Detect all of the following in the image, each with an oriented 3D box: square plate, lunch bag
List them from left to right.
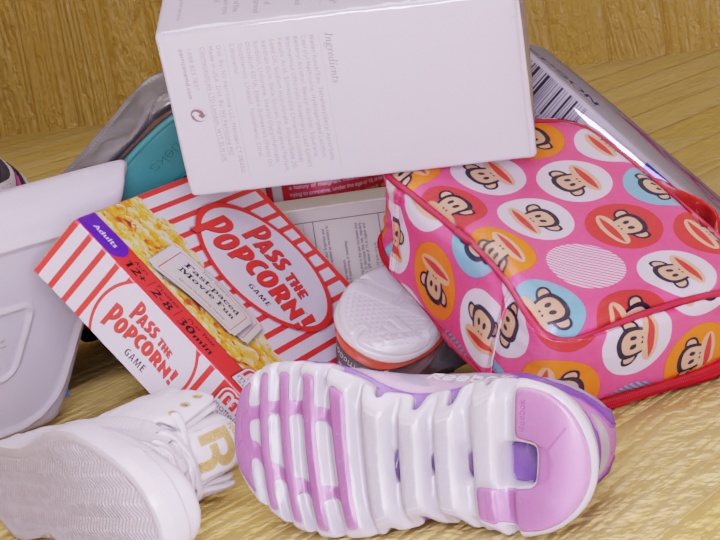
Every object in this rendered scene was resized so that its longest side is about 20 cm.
[{"bbox_3d":[-0.224,0.040,1.264,0.028,0.199,0.199,37,34,27],"label":"square plate"},{"bbox_3d":[0.121,-0.011,1.212,0.175,0.082,0.200,-15,41,-25],"label":"lunch bag"}]

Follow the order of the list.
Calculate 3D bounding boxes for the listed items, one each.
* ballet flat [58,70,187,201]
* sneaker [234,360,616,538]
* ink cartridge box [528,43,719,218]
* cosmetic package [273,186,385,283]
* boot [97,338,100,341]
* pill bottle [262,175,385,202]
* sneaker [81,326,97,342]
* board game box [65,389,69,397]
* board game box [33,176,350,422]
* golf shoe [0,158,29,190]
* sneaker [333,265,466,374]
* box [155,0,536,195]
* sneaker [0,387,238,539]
[{"bbox_3d":[-0.163,-0.046,1.344,0.200,0.067,0.064,-43,37,13],"label":"ballet flat"},{"bbox_3d":[0.035,0.080,1.007,0.199,0.081,0.088,2,7,32],"label":"sneaker"},{"bbox_3d":[0.174,-0.070,1.391,0.043,0.196,0.200,-50,-8,13],"label":"ink cartridge box"},{"bbox_3d":[0.000,0.000,1.437,0.199,0.104,0.073,-6,8,14],"label":"cosmetic package"},{"bbox_3d":[-0.144,0.039,1.503,0.095,0.074,0.200,-18,1,20],"label":"boot"},{"bbox_3d":[-0.028,-0.067,1.570,0.111,0.201,0.112,-9,9,1],"label":"pill bottle"},{"bbox_3d":[-0.180,-0.005,1.666,0.074,0.087,0.200,-31,-4,26],"label":"sneaker"},{"bbox_3d":[-0.309,0.094,1.374,0.151,0.037,0.199,-6,9,43],"label":"board game box"},{"bbox_3d":[-0.081,0.018,1.276,0.046,0.152,0.200,-47,-7,25],"label":"board game box"},{"bbox_3d":[-0.255,-0.011,1.432,0.072,0.092,0.200,-28,26,11],"label":"golf shoe"},{"bbox_3d":[0.053,0.020,1.300,0.199,0.082,0.077,-25,57,-35],"label":"sneaker"},{"bbox_3d":[-0.005,-0.136,1.232,0.198,0.107,0.153,-5,34,6],"label":"box"},{"bbox_3d":[-0.099,0.093,1.056,0.115,0.074,0.200,-18,10,-28],"label":"sneaker"}]
